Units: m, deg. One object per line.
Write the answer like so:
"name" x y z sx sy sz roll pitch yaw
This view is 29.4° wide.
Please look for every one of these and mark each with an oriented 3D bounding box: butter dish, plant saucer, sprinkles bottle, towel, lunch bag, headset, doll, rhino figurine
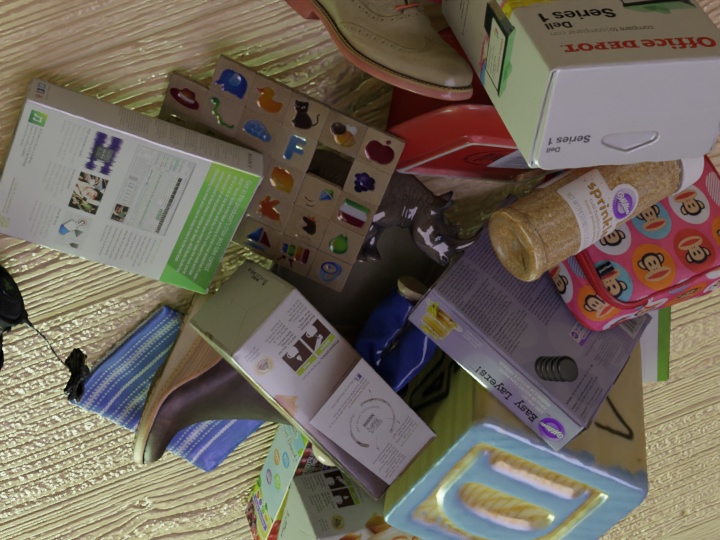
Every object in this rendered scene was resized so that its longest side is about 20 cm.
"butter dish" 0.113 -0.160 1.143 0.198 0.150 0.200 4 171 -26
"plant saucer" 0.000 0.000 1.315 0.198 0.032 0.201 -12 134 -13
"sprinkles bottle" 0.204 -0.064 1.181 0.199 0.068 0.069 -30 139 -23
"towel" -0.172 0.123 1.364 0.145 0.024 0.200 -41 133 15
"lunch bag" 0.253 -0.050 1.279 0.199 0.177 0.082 -18 161 -28
"headset" -0.332 0.057 1.187 0.198 0.094 0.124 19 123 -21
"doll" 0.014 0.109 1.319 0.201 0.136 0.048 -55 154 17
"rhino figurine" 0.009 -0.052 1.201 0.198 0.060 0.088 13 99 2

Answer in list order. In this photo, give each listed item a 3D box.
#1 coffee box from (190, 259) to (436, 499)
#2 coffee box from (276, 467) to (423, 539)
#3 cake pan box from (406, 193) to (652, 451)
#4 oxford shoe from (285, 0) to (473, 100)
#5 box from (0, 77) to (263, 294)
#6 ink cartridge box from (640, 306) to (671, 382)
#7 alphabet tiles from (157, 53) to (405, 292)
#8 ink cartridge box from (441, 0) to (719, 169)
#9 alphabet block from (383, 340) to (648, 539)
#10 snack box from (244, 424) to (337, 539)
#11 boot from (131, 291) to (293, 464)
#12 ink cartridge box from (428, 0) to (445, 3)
"coffee box" -0.041 0.094 1.190 0.080 0.114 0.200 -47 117 -7
"coffee box" 0.024 0.259 1.426 0.198 0.080 0.115 -9 138 -23
"cake pan box" 0.161 0.040 1.259 0.184 0.200 0.052 42 133 1
"oxford shoe" 0.014 -0.199 1.026 0.070 0.200 0.075 -17 139 -50
"box" -0.196 -0.065 1.133 0.198 0.037 0.145 19 129 -16
"ink cartridge box" 0.218 0.046 1.420 0.198 0.076 0.149 -3 136 9
"alphabet tiles" -0.079 -0.084 1.144 0.199 0.008 0.168 25 128 1
"ink cartridge box" 0.159 -0.169 0.982 0.143 0.201 0.085 -6 134 -16
"alphabet block" 0.150 0.150 1.337 0.194 0.201 0.197 25 134 -16
"snack box" -0.016 0.216 1.475 0.167 0.068 0.201 0 134 -27
"boot" -0.115 0.127 1.302 0.165 0.072 0.201 24 110 -10
"ink cartridge box" 0.146 -0.281 1.077 0.198 0.085 0.146 4 129 -24
